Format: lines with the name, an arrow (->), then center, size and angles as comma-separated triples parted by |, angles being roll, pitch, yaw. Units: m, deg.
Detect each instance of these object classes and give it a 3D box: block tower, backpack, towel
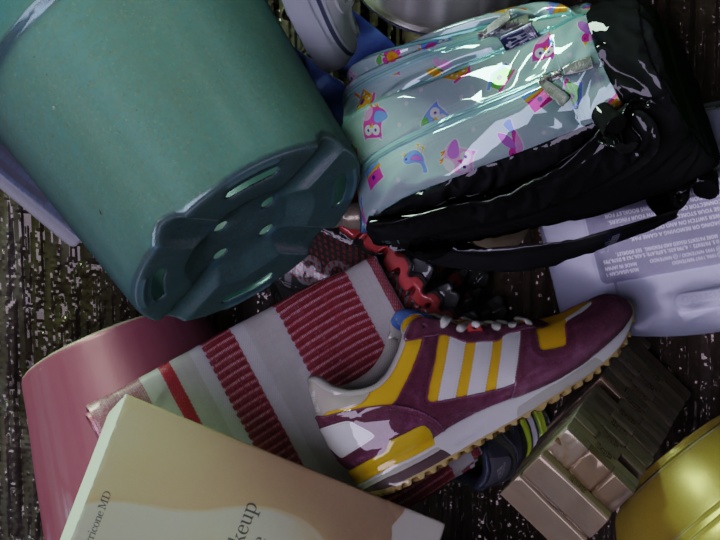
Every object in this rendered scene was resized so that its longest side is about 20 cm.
block tower -> 0.141, 0.097, 1.520 | 0.058, 0.200, 0.054 | 44, 114, 0
backpack -> 0.089, -0.079, 1.479 | 0.199, 0.167, 0.127 | -18, 66, 16
towel -> -0.044, 0.098, 1.545 | 0.199, 0.023, 0.145 | -28, 88, -15

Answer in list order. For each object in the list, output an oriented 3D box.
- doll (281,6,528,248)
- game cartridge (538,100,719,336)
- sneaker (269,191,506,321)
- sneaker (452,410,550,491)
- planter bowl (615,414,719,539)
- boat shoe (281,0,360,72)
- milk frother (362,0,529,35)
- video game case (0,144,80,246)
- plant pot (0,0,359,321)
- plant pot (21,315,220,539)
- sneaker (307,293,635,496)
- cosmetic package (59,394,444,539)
doll -> 0.019, -0.080, 1.573 | 0.200, 0.048, 0.137 | 40, 76, 2
game cartridge -> 0.204, -0.031, 1.551 | 0.199, 0.041, 0.134 | -10, 97, 24
sneaker -> 0.000, 0.000, 1.620 | 0.200, 0.071, 0.098 | 40, 114, 10
sneaker -> 0.019, 0.077, 1.626 | 0.199, 0.081, 0.074 | 22, 111, 15
planter bowl -> 0.209, 0.138, 1.514 | 0.200, 0.200, 0.084 | -45, 73, 25
boat shoe -> -0.020, -0.174, 1.449 | 0.066, 0.200, 0.074 | -28, 68, 2
milk frother -> 0.091, -0.263, 1.487 | 0.199, 0.181, 0.189 | -3, 144, -7
video game case -> -0.187, -0.142, 1.578 | 0.200, 0.023, 0.182 | 41, 85, -32
plant pot -> -0.112, -0.091, 1.458 | 0.200, 0.200, 0.197 | -47, 65, 25
plant pot -> -0.124, 0.129, 1.648 | 0.199, 0.200, 0.180 | -27, 77, 25
sneaker -> 0.066, 0.050, 1.526 | 0.199, 0.075, 0.090 | -31, 91, -15
cosmetic package -> -0.064, 0.156, 1.481 | 0.199, 0.071, 0.106 | 21, 75, -8
